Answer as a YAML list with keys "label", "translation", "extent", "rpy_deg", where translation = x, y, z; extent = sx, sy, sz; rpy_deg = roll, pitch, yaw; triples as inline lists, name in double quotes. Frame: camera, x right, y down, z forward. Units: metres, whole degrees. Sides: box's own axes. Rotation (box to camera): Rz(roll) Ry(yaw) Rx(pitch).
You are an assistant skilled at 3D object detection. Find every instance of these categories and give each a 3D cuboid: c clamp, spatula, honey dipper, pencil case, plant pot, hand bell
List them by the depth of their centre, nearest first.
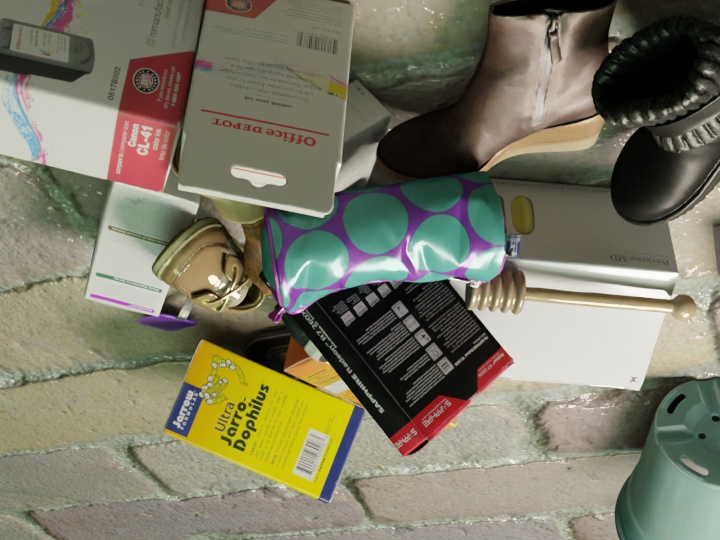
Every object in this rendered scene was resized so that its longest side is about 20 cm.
- label: "pencil case"
  translation: [0.019, -0.021, 0.889]
  extent: [0.196, 0.094, 0.085]
  rpy_deg: [-8, -169, -13]
- label: "honey dipper"
  translation: [0.188, 0.025, 0.956]
  extent: [0.196, 0.038, 0.038]
  rpy_deg: [6, 145, -3]
- label: "hand bell"
  translation: [-0.093, -0.041, 0.960]
  extent: [0.102, 0.105, 0.201]
  rpy_deg: [1, 145, 5]
- label: "spatula"
  translation: [-0.173, 0.027, 1.208]
  extent: [0.056, 0.021, 0.199]
  rpy_deg: [16, 143, -37]
- label: "plant pot"
  translation: [0.404, 0.244, 1.314]
  extent: [0.196, 0.202, 0.198]
  rpy_deg: [0, 138, 6]
- label: "c clamp"
  translation: [-0.046, 0.113, 1.319]
  extent: [0.197, 0.027, 0.171]
  rpy_deg: [-15, 135, 28]

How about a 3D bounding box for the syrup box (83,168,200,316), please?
- label: "syrup box"
  translation: [-0.203, -0.046, 1.058]
  extent: [0.080, 0.080, 0.201]
  rpy_deg: [15, 144, -14]

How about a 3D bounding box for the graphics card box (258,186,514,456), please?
- label: "graphics card box"
  translation: [0.022, 0.041, 0.958]
  extent: [0.201, 0.125, 0.051]
  rpy_deg: [50, 145, 5]

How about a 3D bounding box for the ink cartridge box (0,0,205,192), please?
- label: "ink cartridge box"
  translation: [-0.225, -0.159, 0.841]
  extent: [0.197, 0.150, 0.086]
  rpy_deg: [13, 144, -14]

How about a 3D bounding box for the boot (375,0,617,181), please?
- label: "boot"
  translation: [0.101, -0.148, 0.885]
  extent: [0.196, 0.073, 0.167]
  rpy_deg: [-9, 146, 3]

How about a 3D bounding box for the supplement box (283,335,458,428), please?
- label: "supplement box"
  translation: [0.017, 0.111, 1.225]
  extent: [0.198, 0.067, 0.069]
  rpy_deg: [27, 146, -25]

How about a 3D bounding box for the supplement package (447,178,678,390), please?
- label: "supplement package"
  translation: [0.173, 0.013, 1.046]
  extent: [0.196, 0.112, 0.157]
  rpy_deg: [4, 134, 0]

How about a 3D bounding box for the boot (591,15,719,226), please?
- label: "boot"
  translation: [0.229, -0.110, 0.868]
  extent: [0.156, 0.080, 0.212]
  rpy_deg: [-7, 147, -40]

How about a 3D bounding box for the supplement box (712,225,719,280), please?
- label: "supplement box"
  translation: [0.421, 0.024, 1.100]
  extent: [0.107, 0.062, 0.200]
  rpy_deg: [-13, 140, 25]

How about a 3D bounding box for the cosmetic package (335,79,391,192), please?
- label: "cosmetic package"
  translation: [-0.039, -0.071, 0.996]
  extent: [0.051, 0.082, 0.201]
  rpy_deg: [45, 147, 16]

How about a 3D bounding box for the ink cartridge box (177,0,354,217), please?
- label: "ink cartridge box"
  translation: [-0.071, -0.115, 0.838]
  extent: [0.114, 0.203, 0.068]
  rpy_deg: [10, 145, -8]

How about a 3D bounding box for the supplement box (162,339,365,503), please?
- label: "supplement box"
  translation: [-0.107, 0.169, 1.261]
  extent: [0.197, 0.111, 0.109]
  rpy_deg: [23, 169, -2]

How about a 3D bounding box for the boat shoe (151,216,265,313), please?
- label: "boat shoe"
  translation: [-0.129, 0.002, 1.040]
  extent: [0.074, 0.066, 0.200]
  rpy_deg: [-46, 170, 6]

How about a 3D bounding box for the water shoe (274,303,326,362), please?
- label: "water shoe"
  translation: [0.000, 0.000, 1.039]
  extent: [0.079, 0.200, 0.072]
  rpy_deg: [44, 134, 2]
